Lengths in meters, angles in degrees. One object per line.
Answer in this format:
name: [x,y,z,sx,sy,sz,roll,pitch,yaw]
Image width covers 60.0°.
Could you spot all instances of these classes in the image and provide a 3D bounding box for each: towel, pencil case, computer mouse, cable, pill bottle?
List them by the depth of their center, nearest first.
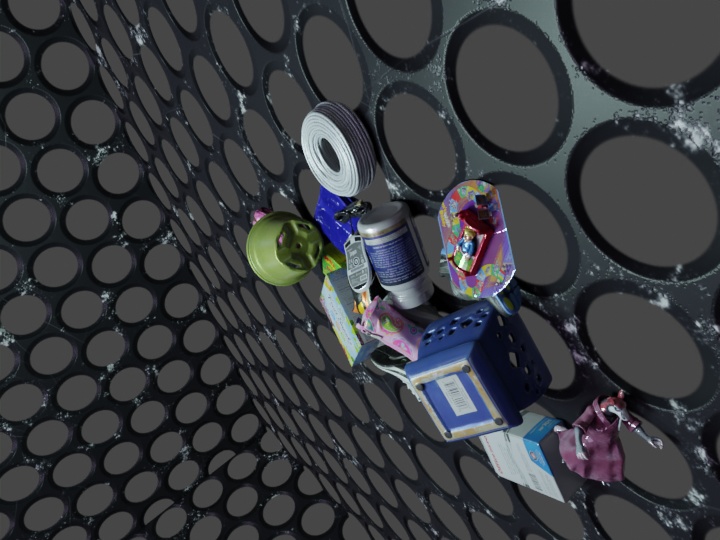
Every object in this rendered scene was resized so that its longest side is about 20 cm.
pill bottle: [0.078,-0.030,1.293,0.115,0.115,0.203,13,131,56]
cable: [-0.049,-0.255,1.314,0.199,0.069,0.202,35,148,39]
pencil case: [0.089,0.139,1.318,0.198,0.088,0.087,33,155,-4]
computer mouse: [-0.002,-0.049,1.359,0.109,0.043,0.204,-22,71,42]
towel: [-0.057,-0.132,1.502,0.148,0.049,0.201,50,155,17]
pencil case: [-0.240,-0.128,1.806,0.093,0.092,0.199,27,177,-41]

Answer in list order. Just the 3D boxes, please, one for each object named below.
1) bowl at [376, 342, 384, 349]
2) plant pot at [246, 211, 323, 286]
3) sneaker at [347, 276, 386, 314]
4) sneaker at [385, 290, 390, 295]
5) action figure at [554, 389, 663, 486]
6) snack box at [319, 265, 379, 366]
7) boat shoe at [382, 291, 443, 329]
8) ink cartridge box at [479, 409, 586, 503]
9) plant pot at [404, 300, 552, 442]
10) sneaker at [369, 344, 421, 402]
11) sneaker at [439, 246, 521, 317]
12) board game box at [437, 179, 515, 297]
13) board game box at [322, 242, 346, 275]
bowl: [0.113,0.170,1.521,0.202,0.074,0.199,58,156,-1]
plant pot: [-0.181,-0.061,1.618,0.203,0.199,0.184,60,161,-10]
sneaker: [0.000,0.000,1.428,0.089,0.069,0.204,-15,77,39]
sneaker: [0.055,0.008,1.469,0.199,0.074,0.089,35,125,35]
action figure: [0.424,0.272,1.078,0.150,0.131,0.203,-85,-3,-56]
snack box: [-0.028,0.116,1.563,0.202,0.067,0.169,62,160,18]
boat shoe: [0.140,0.103,1.372,0.197,0.069,0.073,18,133,11]
ink cartridge box: [0.353,0.376,1.308,0.199,0.085,0.148,1,121,63]
plant pot: [0.211,0.193,1.162,0.198,0.180,0.202,-26,99,40]
sneaker: [0.102,0.250,1.462,0.199,0.075,0.117,14,131,52]
sneaker: [0.216,0.027,1.139,0.199,0.070,0.084,40,127,43]
board game box: [0.182,-0.051,1.071,0.157,0.038,0.204,-17,83,55]
board game box: [-0.021,0.023,1.624,0.200,0.047,0.102,43,152,28]
